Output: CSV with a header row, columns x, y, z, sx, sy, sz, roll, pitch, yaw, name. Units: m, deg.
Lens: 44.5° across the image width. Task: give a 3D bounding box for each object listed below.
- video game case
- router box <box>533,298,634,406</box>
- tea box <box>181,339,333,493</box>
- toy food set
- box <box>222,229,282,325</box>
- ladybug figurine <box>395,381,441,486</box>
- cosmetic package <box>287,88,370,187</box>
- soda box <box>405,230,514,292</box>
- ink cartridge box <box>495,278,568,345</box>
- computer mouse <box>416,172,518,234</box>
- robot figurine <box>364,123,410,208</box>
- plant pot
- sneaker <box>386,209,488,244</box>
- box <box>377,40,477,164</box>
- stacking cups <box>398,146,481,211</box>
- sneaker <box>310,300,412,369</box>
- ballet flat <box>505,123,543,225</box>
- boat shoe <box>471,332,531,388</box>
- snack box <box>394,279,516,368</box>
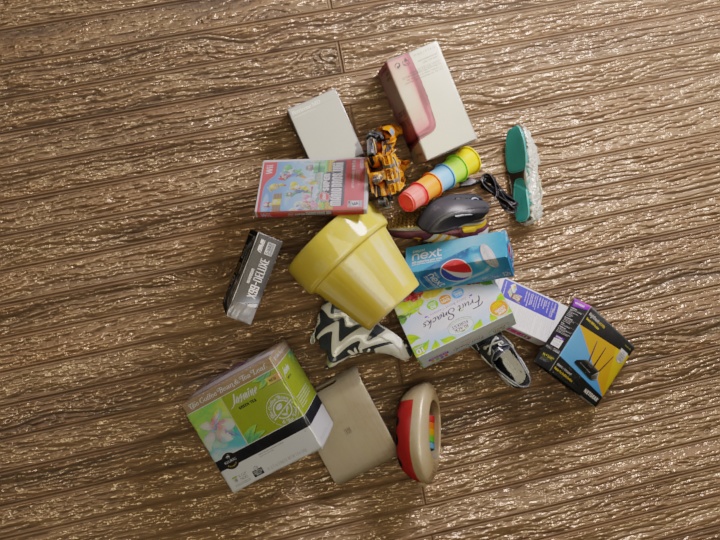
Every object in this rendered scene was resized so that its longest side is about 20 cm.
x,y,z,sx,sy,sz,roll,pitch,yaw,name
-0.084,-0.152,1.589,0.199,0.143,0.017,-2,136,4,video game case
0.442,0.164,1.732,0.200,0.051,0.149,35,87,-41,router box
-0.189,0.270,1.644,0.199,0.134,0.197,-30,94,11,tea box
-0.024,0.307,1.732,0.143,0.060,0.201,-28,94,7,toy food set
-0.201,0.008,1.619,0.050,0.200,0.158,21,90,-12,box
0.111,0.316,1.706,0.072,0.136,0.201,-5,65,19,ladybug figurine
-0.056,-0.235,1.683,0.106,0.090,0.201,-26,98,-1,cosmetic package
0.189,-0.016,1.682,0.199,0.068,0.064,-10,138,18,soda box
0.325,0.083,1.754,0.199,0.037,0.095,24,65,-5,ink cartridge box
0.191,-0.141,1.693,0.199,0.141,0.046,-15,129,-10,computer mouse
0.050,-0.201,1.631,0.058,0.200,0.146,-10,112,12,robot figurine
0.000,0.000,1.630,0.201,0.201,0.189,-43,87,-3,plant pot
0.150,-0.068,1.723,0.199,0.075,0.090,-4,121,9,sneaker
0.125,-0.316,1.681,0.109,0.128,0.201,-23,95,-5,box
0.147,-0.171,1.681,0.200,0.060,0.061,-35,97,-33,stacking cups
-0.008,0.151,1.710,0.199,0.079,0.130,32,90,-7,sneaker
0.330,-0.190,1.752,0.071,0.072,0.201,-5,95,-7,ballet flat
0.267,0.156,1.749,0.072,0.068,0.200,-38,95,-4,boat shoe
0.178,0.082,1.692,0.199,0.053,0.143,-26,54,3,snack box
